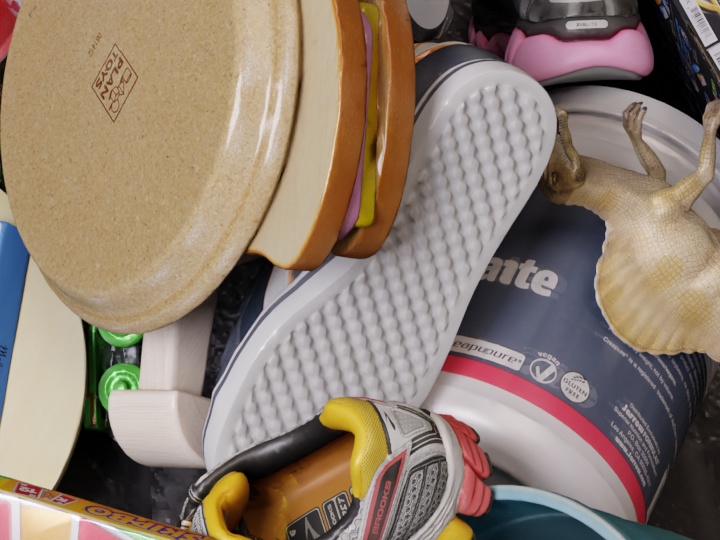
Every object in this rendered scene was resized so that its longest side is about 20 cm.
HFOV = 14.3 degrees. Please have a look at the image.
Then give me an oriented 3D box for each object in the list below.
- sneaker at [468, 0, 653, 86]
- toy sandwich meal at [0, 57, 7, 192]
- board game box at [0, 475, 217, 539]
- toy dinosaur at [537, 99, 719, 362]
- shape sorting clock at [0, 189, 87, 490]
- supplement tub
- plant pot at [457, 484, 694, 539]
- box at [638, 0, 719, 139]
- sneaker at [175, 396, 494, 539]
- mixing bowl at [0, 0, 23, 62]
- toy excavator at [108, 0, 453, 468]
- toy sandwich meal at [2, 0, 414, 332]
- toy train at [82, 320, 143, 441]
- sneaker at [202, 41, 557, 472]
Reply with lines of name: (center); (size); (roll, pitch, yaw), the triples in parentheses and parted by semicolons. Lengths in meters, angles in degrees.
sneaker: (0.089, -0.140, 1.308); (0.079, 0.200, 0.096); (-9, 101, -6)
toy sandwich meal: (-0.136, -0.073, 1.261); (0.205, 0.070, 0.206); (8, 58, -14)
board game box: (-0.120, 0.180, 1.029); (0.095, 0.201, 0.030); (15, 10, 9)
toy dinosaur: (0.143, 0.000, 1.171); (0.200, 0.058, 0.101); (48, 68, -9)
shape sorting clock: (-0.209, 0.044, 1.161); (0.199, 0.039, 0.201); (-2, 72, 5)
supplement tub: (0.081, 0.033, 1.227); (0.140, 0.140, 0.200); (29, 56, 0)
plant pot: (0.111, 0.190, 1.106); (0.188, 0.200, 0.201); (11, 53, -44)
box: (0.164, -0.108, 1.310); (0.050, 0.200, 0.199); (-26, 68, 3)
sneaker: (-0.050, 0.109, 1.066); (0.082, 0.200, 0.078); (30, 25, -51)
mixing bowl: (-0.240, -0.145, 1.191); (0.200, 0.109, 0.200); (-12, 44, 12)
toy excavator: (-0.045, -0.034, 1.187); (0.200, 0.100, 0.195); (-24, 108, -51)
toy sandwich meal: (-0.062, -0.068, 1.103); (0.070, 0.205, 0.206); (8, 56, -38)
toy train: (-0.112, -0.027, 1.197); (0.056, 0.042, 0.201); (-3, 82, 11)
sneaker: (0.000, 0.000, 1.129); (0.078, 0.079, 0.200); (33, 94, -31)
